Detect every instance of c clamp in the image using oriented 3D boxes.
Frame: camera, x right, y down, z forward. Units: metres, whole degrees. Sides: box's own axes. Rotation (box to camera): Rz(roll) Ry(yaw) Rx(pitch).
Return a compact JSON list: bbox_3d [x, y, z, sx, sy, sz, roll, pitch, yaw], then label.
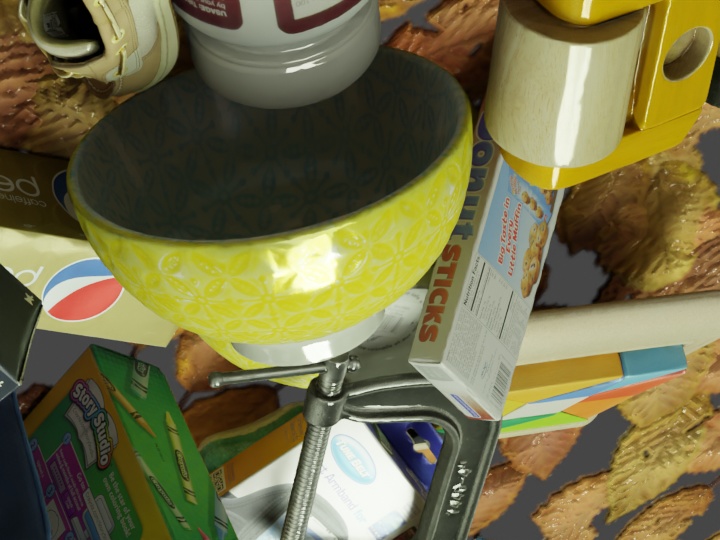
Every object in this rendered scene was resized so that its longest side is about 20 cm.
[{"bbox_3d":[-0.008,0.113,1.560,0.170,0.027,0.201,-8,133,-16],"label":"c clamp"}]

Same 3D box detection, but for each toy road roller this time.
[{"bbox_3d":[0.126,-0.145,1.428,0.200,0.146,0.123,-24,140,-30],"label":"toy road roller"}]

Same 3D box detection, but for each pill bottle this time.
[{"bbox_3d":[-0.046,-0.179,1.333,0.114,0.114,0.200,-20,139,-11],"label":"pill bottle"}]

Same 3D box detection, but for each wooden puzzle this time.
[{"bbox_3d":[0.104,0.068,1.682,0.184,0.037,0.200,-6,162,-25],"label":"wooden puzzle"}]

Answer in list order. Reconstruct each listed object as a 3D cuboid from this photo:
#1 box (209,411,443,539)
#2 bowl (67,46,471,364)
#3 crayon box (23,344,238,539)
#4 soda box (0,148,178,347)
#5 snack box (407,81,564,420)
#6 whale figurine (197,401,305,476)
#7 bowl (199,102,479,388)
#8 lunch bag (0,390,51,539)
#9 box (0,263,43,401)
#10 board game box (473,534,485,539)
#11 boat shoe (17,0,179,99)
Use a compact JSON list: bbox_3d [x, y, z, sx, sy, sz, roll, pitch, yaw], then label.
[{"bbox_3d":[-0.035,0.155,1.641,0.200,0.042,0.119,-34,111,10],"label":"box"},{"bbox_3d":[-0.036,-0.020,1.408,0.199,0.200,0.108,-19,121,-12],"label":"bowl"},{"bbox_3d":[-0.133,0.153,1.559,0.058,0.200,0.119,23,119,-42],"label":"crayon box"},{"bbox_3d":[-0.178,-0.017,1.460,0.199,0.068,0.064,9,128,-36],"label":"soda box"},{"bbox_3d":[0.076,-0.026,1.526,0.024,0.201,0.072,2,154,34],"label":"snack box"},{"bbox_3d":[-0.039,0.169,1.707,0.159,0.104,0.200,-20,136,-10],"label":"whale figurine"},{"bbox_3d":[0.000,0.000,1.551,0.199,0.108,0.201,-16,138,-15],"label":"bowl"},{"bbox_3d":[-0.236,0.136,1.484,0.135,0.200,0.133,-7,133,-17],"label":"lunch bag"},{"bbox_3d":[-0.272,0.008,1.350,0.141,0.079,0.200,-38,113,21],"label":"box"},{"bbox_3d":[0.054,0.291,1.925,0.200,0.056,0.196,-35,139,7],"label":"board game box"},{"bbox_3d":[-0.126,-0.127,1.331,0.066,0.074,0.200,-32,167,-16],"label":"boat shoe"}]
